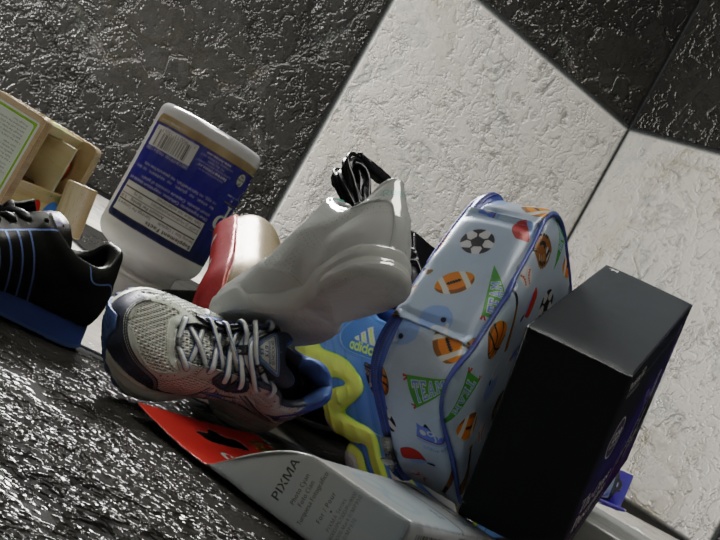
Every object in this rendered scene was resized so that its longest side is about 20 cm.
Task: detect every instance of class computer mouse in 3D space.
[{"bbox_3d":[0.039,-0.012,0.975,0.199,0.046,0.142,31,34,-45],"label":"computer mouse"}]

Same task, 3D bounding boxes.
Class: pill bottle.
[{"bbox_3d":[-0.200,-0.059,1.219,0.119,0.202,0.120,30,0,0],"label":"pill bottle"}]

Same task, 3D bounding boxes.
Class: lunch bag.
[{"bbox_3d":[0.079,0.058,0.821,0.075,0.200,0.161,19,-37,28],"label":"lunch bag"}]

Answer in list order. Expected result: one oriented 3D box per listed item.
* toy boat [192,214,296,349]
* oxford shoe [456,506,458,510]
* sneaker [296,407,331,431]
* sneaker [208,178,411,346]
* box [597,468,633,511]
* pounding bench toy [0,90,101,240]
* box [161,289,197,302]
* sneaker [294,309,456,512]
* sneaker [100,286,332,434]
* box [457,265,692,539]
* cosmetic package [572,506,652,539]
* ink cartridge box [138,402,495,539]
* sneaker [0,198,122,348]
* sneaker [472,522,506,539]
[{"bbox_3d":[-0.121,0.042,0.977,0.200,0.129,0.132,-100,175,-69],"label":"toy boat"},{"bbox_3d":[0.085,0.186,1.058,0.074,0.071,0.200,33,-1,-6],"label":"oxford shoe"},{"bbox_3d":[-0.016,0.133,1.124,0.198,0.075,0.082,16,14,-37],"label":"sneaker"},{"bbox_3d":[-0.031,-0.006,0.810,0.075,0.090,0.199,24,-28,-35],"label":"sneaker"},{"bbox_3d":[0.156,0.162,1.075,0.118,0.042,0.199,26,-5,-41],"label":"box"},{"bbox_3d":[-0.310,-0.081,1.090,0.199,0.125,0.156,30,-1,11],"label":"pounding bench toy"},{"bbox_3d":[-0.075,0.063,1.178,0.197,0.048,0.193,1,-12,26],"label":"box"},{"bbox_3d":[0.029,0.101,0.891,0.201,0.105,0.075,54,26,21],"label":"sneaker"},{"bbox_3d":[-0.090,0.056,0.796,0.084,0.078,0.199,-11,-23,32],"label":"sneaker"},{"bbox_3d":[0.155,0.091,0.818,0.078,0.143,0.200,23,21,20],"label":"box"},{"bbox_3d":[0.182,0.233,0.899,0.106,0.091,0.200,28,-4,25],"label":"cosmetic package"},{"bbox_3d":[-0.024,0.130,0.744,0.199,0.048,0.160,32,0,28],"label":"ink cartridge box"},{"bbox_3d":[-0.245,-0.019,0.771,0.070,0.079,0.199,29,-1,44],"label":"sneaker"},{"bbox_3d":[0.156,0.233,1.074,0.082,0.071,0.199,36,6,15],"label":"sneaker"}]
